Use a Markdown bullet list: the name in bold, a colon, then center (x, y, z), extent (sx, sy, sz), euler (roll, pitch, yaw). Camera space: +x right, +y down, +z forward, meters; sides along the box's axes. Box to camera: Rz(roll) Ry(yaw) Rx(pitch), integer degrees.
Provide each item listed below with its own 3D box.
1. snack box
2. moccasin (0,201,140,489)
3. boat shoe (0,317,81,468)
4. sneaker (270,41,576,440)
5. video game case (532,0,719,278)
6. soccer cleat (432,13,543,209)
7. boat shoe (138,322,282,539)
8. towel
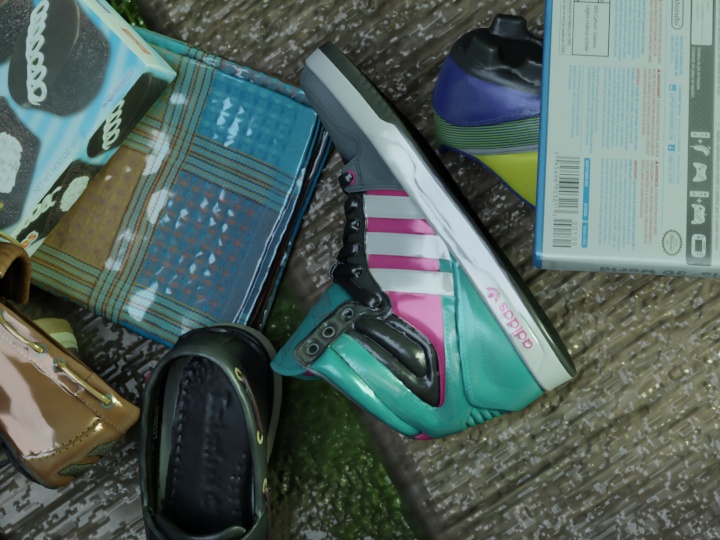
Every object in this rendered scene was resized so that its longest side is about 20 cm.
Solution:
- **snack box**: center (-0.198, -0.064, 1.254), extent (0.116, 0.037, 0.200), euler (45, 104, 19)
- **moccasin**: center (-0.184, 0.010, 1.189), extent (0.078, 0.074, 0.201), euler (-42, 72, 1)
- **boat shoe**: center (-0.222, 0.098, 1.255), extent (0.200, 0.073, 0.065), euler (-34, 71, 16)
- **sneaker**: center (0.000, 0.000, 1.171), extent (0.121, 0.084, 0.200), euler (-35, 77, 6)
- **video game case**: center (0.179, -0.065, 1.083), extent (0.200, 0.018, 0.143), euler (3, 70, 4)
- **soccer cleat**: center (0.124, -0.048, 1.143), extent (0.200, 0.065, 0.084), euler (27, 127, 16)
- **boat shoe**: center (-0.076, 0.128, 1.194), extent (0.074, 0.063, 0.202), euler (4, 100, 19)
- **towel**: center (-0.120, -0.049, 1.250), extent (0.200, 0.022, 0.147), euler (22, 95, 21)
